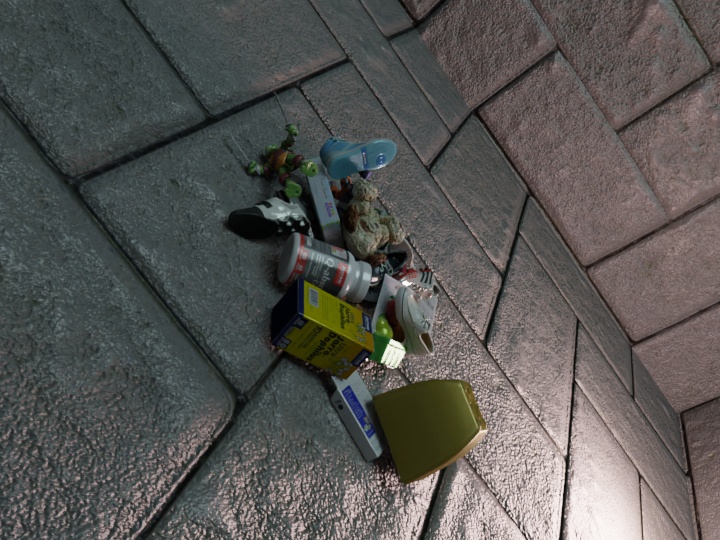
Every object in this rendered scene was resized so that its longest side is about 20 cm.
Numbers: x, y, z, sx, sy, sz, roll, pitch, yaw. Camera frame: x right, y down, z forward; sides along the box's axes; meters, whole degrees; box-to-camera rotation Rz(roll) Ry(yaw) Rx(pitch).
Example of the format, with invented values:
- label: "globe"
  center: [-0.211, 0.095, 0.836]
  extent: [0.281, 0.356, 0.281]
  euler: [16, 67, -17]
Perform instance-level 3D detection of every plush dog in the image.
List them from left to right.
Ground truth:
- label: "plush dog"
  center: [0.003, -0.101, 1.664]
  extent: [0.202, 0.158, 0.173]
  euler: [54, 22, -20]

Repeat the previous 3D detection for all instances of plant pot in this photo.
- label: "plant pot"
  center: [0.170, 0.339, 1.498]
  extent: [0.199, 0.197, 0.194]
  euler: [68, 14, 19]

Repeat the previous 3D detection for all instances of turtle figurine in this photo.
- label: "turtle figurine"
  center: [-0.202, -0.276, 1.594]
  extent: [0.142, 0.203, 0.194]
  euler: [-29, 49, -22]

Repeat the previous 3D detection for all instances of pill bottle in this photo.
- label: "pill bottle"
  center: [-0.080, -0.001, 1.514]
  extent: [0.196, 0.116, 0.118]
  euler: [18, 44, -20]

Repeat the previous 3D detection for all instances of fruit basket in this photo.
- label: "fruit basket"
  center: [0.064, 0.125, 1.612]
  extent: [0.184, 0.092, 0.205]
  euler: [27, 72, -60]

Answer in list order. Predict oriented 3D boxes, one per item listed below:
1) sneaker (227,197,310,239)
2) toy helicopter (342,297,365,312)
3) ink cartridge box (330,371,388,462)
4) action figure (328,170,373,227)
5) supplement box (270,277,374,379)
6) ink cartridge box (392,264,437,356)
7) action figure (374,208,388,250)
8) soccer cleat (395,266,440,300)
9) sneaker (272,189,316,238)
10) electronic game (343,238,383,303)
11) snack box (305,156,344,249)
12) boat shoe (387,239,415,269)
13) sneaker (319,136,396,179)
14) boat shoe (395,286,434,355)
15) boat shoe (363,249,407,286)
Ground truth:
- label: "sneaker"
  center: [-0.215, -0.124, 1.511]
  extent: [0.196, 0.075, 0.090]
  euler: [1, 49, -37]
- label: "toy helicopter"
  center: [-0.041, 0.097, 1.603]
  extent: [0.134, 0.078, 0.199]
  euler: [56, 18, 15]
- label: "ink cartridge box"
  center: [-0.004, 0.308, 1.476]
  extent: [0.203, 0.039, 0.099]
  euler: [61, 30, 2]
- label: "action figure"
  center: [-0.013, -0.218, 1.784]
  extent: [0.103, 0.200, 0.196]
  euler: [-15, 66, -45]
- label: "supplement box"
  center: [-0.080, 0.126, 1.419]
  extent: [0.197, 0.109, 0.111]
  euler: [28, 32, -25]
- label: "ink cartridge box"
  center: [0.124, 0.105, 1.805]
  extent: [0.148, 0.085, 0.201]
  euler: [46, 34, -15]
- label: "action figure"
  center: [0.050, -0.120, 1.905]
  extent: [0.054, 0.119, 0.202]
  euler: [30, 29, -18]
- label: "soccer cleat"
  center: [0.149, 0.041, 1.755]
  extent: [0.086, 0.069, 0.198]
  euler: [55, 27, 16]
- label: "sneaker"
  center: [-0.133, -0.106, 1.630]
  extent: [0.115, 0.074, 0.204]
  euler: [-1, 63, -59]
- label: "electronic game"
  center: [0.000, 0.000, 1.746]
  extent: [0.197, 0.042, 0.203]
  euler: [28, 38, -24]
- label: "snack box"
  center: [-0.092, -0.162, 1.684]
  extent: [0.143, 0.052, 0.204]
  euler: [84, -10, -61]
- label: "boat shoe"
  center: [0.117, -0.034, 1.897]
  extent: [0.203, 0.073, 0.066]
  euler: [60, 6, -49]
- label: "sneaker"
  center: [-0.015, -0.308, 1.701]
  extent: [0.196, 0.081, 0.131]
  euler: [-18, 39, -20]
- label: "boat shoe"
  center: [0.134, 0.123, 1.577]
  extent: [0.071, 0.068, 0.204]
  euler: [-55, 139, -45]
- label: "boat shoe"
  center: [0.057, -0.012, 1.725]
  extent: [0.198, 0.062, 0.076]
  euler: [-13, 64, -51]
